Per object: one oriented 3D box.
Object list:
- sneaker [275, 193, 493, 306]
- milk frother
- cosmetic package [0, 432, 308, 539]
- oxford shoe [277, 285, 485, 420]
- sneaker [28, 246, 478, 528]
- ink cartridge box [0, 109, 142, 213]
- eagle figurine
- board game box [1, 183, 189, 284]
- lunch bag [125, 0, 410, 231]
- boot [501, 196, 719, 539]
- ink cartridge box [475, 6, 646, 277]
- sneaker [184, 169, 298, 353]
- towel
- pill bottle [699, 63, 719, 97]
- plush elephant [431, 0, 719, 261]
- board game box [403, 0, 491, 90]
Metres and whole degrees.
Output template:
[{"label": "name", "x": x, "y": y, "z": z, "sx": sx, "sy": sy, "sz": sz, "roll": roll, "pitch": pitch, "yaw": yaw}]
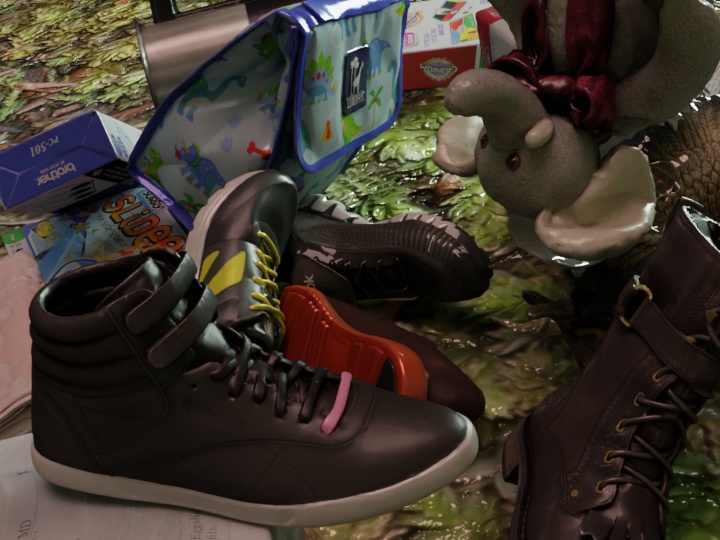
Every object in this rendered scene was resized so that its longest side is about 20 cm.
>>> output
[{"label": "sneaker", "x": 0.000, "y": 0.000, "z": 0.789, "sx": 0.200, "sy": 0.067, "sz": 0.090, "roll": 15, "pitch": 43, "yaw": 44}, {"label": "milk frother", "x": -0.122, "y": -0.230, "z": 1.167, "sx": 0.188, "sy": 0.181, "sz": 0.200, "roll": -13, "pitch": -12, "yaw": -2}, {"label": "cosmetic package", "x": -0.123, "y": 0.170, "z": 0.496, "sx": 0.200, "sy": 0.123, "sz": 0.199, "roll": -15, "pitch": 31, "yaw": -1}, {"label": "oxford shoe", "x": 0.001, "y": 0.059, "z": 0.706, "sx": 0.072, "sy": 0.071, "sz": 0.200, "roll": 11, "pitch": 10, "yaw": -31}, {"label": "sneaker", "x": -0.052, "y": 0.044, "z": 0.467, "sx": 0.200, "sy": 0.099, "sz": 0.071, "roll": 2, "pitch": 30, "yaw": 12}, {"label": "ink cartridge box", "x": -0.226, "y": -0.084, "z": 0.925, "sx": 0.094, "sy": 0.044, "sz": 0.200, "roll": -24, "pitch": 2, "yaw": 2}, {"label": "eagle figurine", "x": 0.197, "y": -0.017, "z": 0.662, "sx": 0.200, "sy": 0.152, "sz": 0.151, "roll": -39, "pitch": -11, "yaw": 14}, {"label": "board game box", "x": -0.197, "y": 0.000, "z": 0.886, "sx": 0.135, "sy": 0.034, "sz": 0.200, "roll": -23, "pitch": 32, "yaw": -16}, {"label": "lunch bag", "x": -0.054, "y": -0.130, "z": 0.858, "sx": 0.127, "sy": 0.200, "sz": 0.170, "roll": 42, "pitch": 35, "yaw": 7}, {"label": "boot", "x": 0.137, "y": 0.065, "z": 0.520, "sx": 0.069, "sy": 0.174, "sz": 0.200, "roll": 24, "pitch": 24, "yaw": -18}, {"label": "ink cartridge box", "x": 0.153, "y": -0.106, "z": 0.806, "sx": 0.086, "sy": 0.148, "sz": 0.200, "roll": -13, "pitch": 25, "yaw": -1}, {"label": "sneaker", "x": -0.077, "y": 0.023, "z": 0.732, "sx": 0.085, "sy": 0.074, "sz": 0.200, "roll": 6, "pitch": 61, "yaw": 36}, {"label": "towel", "x": -0.291, "y": 0.077, "z": 0.761, "sx": 0.191, "sy": 0.032, "sz": 0.200, "roll": -31, "pitch": 34, "yaw": -6}, {"label": "pill bottle", "x": 0.322, "y": -0.093, "z": 0.770, "sx": 0.114, "sy": 0.114, "sz": 0.200, "roll": -27, "pitch": 33, "yaw": -22}, {"label": "plush elephant", "x": 0.105, "y": -0.100, "z": 0.605, "sx": 0.165, "sy": 0.200, "sz": 0.155, "roll": 30, "pitch": 78, "yaw": 45}, {"label": "board game box", "x": 0.110, "y": -0.240, "z": 1.159, "sx": 0.200, "sy": 0.040, "sz": 0.153, "roll": -3, "pitch": 32, "yaw": 16}]
